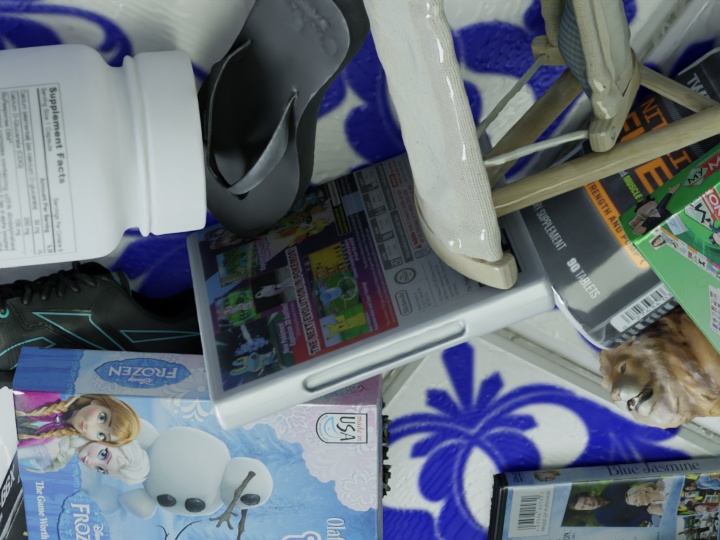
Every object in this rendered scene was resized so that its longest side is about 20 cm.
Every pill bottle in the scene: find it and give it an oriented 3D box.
[{"bbox_3d":[-0.184,-0.058,1.364,0.198,0.114,0.114,-6,125,-8],"label":"pill bottle"},{"bbox_3d":[0.187,-0.053,1.451,0.199,0.106,0.106,-36,124,12],"label":"pill bottle"}]

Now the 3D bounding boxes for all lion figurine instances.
[{"bbox_3d":[0.226,0.017,1.517,0.072,0.122,0.201,-1,125,-57],"label":"lion figurine"}]

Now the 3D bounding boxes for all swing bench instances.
[{"bbox_3d":[0.084,-0.136,1.315,0.199,0.130,0.200,-32,128,-23],"label":"swing bench"}]

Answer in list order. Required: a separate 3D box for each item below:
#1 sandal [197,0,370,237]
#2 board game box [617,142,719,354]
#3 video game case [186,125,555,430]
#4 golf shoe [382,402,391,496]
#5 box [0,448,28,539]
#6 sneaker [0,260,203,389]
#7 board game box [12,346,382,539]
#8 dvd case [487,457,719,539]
[{"bbox_3d":[-0.055,-0.088,1.371,0.076,0.043,0.201,39,142,12],"label":"sandal"},{"bbox_3d":[0.246,0.002,1.417,0.134,0.029,0.200,-35,124,10],"label":"board game box"},{"bbox_3d":[0.000,0.000,1.389,0.181,0.200,0.023,-20,117,2],"label":"video game case"},{"bbox_3d":[-0.031,0.084,1.511,0.094,0.078,0.202,1,102,10],"label":"golf shoe"},{"bbox_3d":[-0.125,0.169,1.569,0.199,0.050,0.158,15,119,-22],"label":"box"},{"bbox_3d":[-0.175,0.028,1.461,0.199,0.075,0.080,13,107,-27],"label":"sneaker"},{"bbox_3d":[-0.086,0.135,1.449,0.197,0.044,0.201,1,127,3],"label":"board game box"},{"bbox_3d":[0.176,0.182,1.663,0.198,0.018,0.144,-3,125,-11],"label":"dvd case"}]
